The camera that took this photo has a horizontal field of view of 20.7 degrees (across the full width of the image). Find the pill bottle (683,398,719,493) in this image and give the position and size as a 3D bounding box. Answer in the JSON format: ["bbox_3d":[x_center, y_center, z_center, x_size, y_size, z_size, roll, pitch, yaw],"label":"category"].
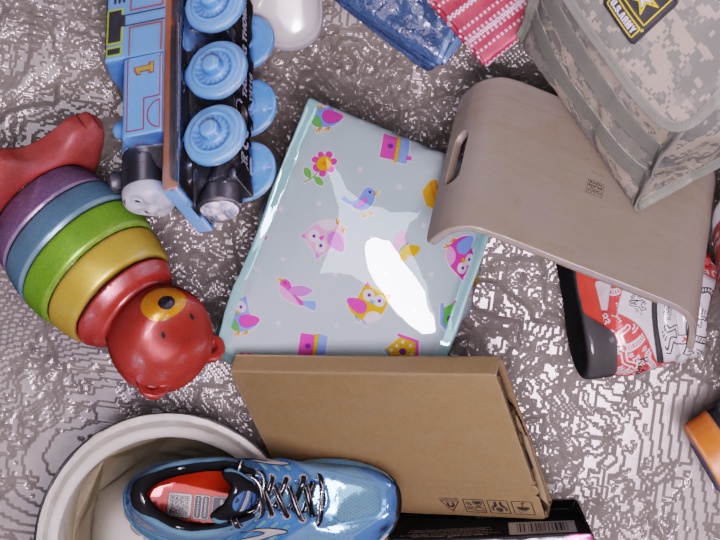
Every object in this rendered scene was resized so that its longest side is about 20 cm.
[{"bbox_3d":[0.336,0.094,1.435,0.199,0.106,0.107,-31,93,3],"label":"pill bottle"}]

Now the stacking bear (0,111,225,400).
[{"bbox_3d":[-0.182,0.004,1.410,0.121,0.114,0.200,-29,66,-36],"label":"stacking bear"}]

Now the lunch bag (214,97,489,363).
[{"bbox_3d":[0.000,0.000,1.431,0.170,0.122,0.201,21,89,-1],"label":"lunch bag"}]

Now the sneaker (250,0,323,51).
[{"bbox_3d":[-0.085,-0.253,1.434,0.073,0.085,0.201,-24,95,1],"label":"sneaker"}]

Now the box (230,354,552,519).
[{"bbox_3d":[0.023,0.118,1.405,0.199,0.021,0.164,0,137,22],"label":"box"}]

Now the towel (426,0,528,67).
[{"bbox_3d":[0.080,-0.265,1.410,0.144,0.022,0.200,-39,86,5],"label":"towel"}]

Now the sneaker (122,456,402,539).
[{"bbox_3d":[-0.070,0.167,1.379,0.199,0.090,0.079,-1,78,1],"label":"sneaker"}]

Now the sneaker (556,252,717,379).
[{"bbox_3d":[0.200,-0.025,1.455,0.107,0.067,0.202,-7,86,-12],"label":"sneaker"}]

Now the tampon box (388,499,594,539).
[{"bbox_3d":[0.097,0.280,1.443,0.149,0.126,0.201,-3,94,2],"label":"tampon box"}]

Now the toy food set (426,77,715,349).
[{"bbox_3d":[0.151,-0.039,1.368,0.199,0.060,0.144,21,50,-6],"label":"toy food set"}]

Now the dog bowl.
[{"bbox_3d":[-0.139,0.201,1.471,0.199,0.074,0.201,0,93,1],"label":"dog bowl"}]

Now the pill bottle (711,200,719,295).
[{"bbox_3d":[0.303,0.001,1.365,0.112,0.112,0.201,-4,63,2],"label":"pill bottle"}]

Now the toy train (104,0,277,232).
[{"bbox_3d":[-0.123,-0.122,1.400,0.114,0.087,0.201,-10,64,17],"label":"toy train"}]

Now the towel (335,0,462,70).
[{"bbox_3d":[0.069,-0.254,1.448,0.111,0.049,0.200,35,94,0],"label":"towel"}]

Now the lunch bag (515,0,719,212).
[{"bbox_3d":[0.197,-0.159,1.288,0.117,0.200,0.164,-27,73,-18],"label":"lunch bag"}]
